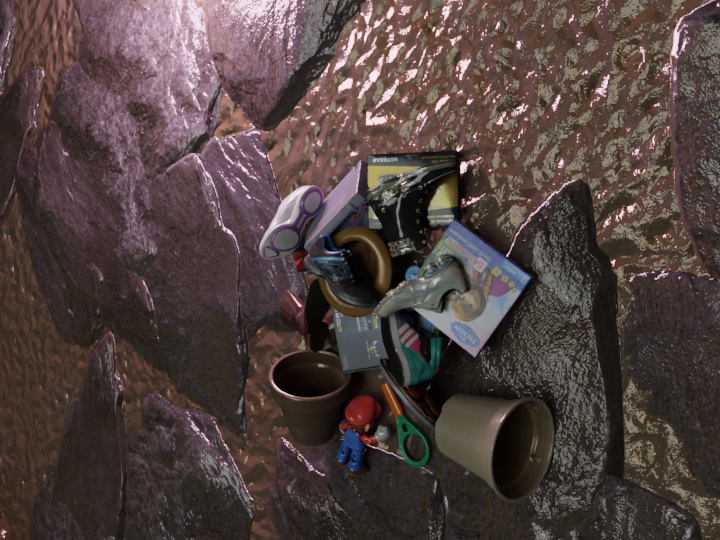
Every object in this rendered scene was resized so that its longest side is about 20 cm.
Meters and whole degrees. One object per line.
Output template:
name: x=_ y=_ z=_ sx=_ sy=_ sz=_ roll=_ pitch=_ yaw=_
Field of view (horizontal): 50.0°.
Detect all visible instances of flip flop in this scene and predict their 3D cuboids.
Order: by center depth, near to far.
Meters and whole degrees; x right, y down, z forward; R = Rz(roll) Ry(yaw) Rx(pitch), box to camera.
flip flop: x=-0.071 y=0.142 z=1.854 sx=0.199 sy=0.057 sz=0.082 roll=-33 pitch=73 yaw=35

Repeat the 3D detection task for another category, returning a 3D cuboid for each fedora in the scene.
fedora: x=0.000 y=0.000 z=1.694 sx=0.197 sy=0.081 sz=0.205 roll=5 pitch=100 yaw=30

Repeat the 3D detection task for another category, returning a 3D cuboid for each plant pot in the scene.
plant pot: x=0.254 y=0.332 z=1.535 sx=0.182 sy=0.198 sz=0.205 roll=9 pitch=99 yaw=49
plant pot: x=-0.118 y=0.315 z=1.837 sx=0.198 sy=0.199 sz=0.178 roll=24 pitch=126 yaw=35

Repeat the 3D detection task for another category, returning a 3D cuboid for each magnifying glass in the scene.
magnifying glass: x=0.100 y=0.349 z=1.755 sx=0.079 sy=0.022 sz=0.202 roll=-38 pitch=71 yaw=35

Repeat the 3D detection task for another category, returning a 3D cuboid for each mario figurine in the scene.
mario figurine: x=0.008 y=0.377 z=1.812 sx=0.121 sy=0.106 sz=0.203 roll=14 pitch=117 yaw=1

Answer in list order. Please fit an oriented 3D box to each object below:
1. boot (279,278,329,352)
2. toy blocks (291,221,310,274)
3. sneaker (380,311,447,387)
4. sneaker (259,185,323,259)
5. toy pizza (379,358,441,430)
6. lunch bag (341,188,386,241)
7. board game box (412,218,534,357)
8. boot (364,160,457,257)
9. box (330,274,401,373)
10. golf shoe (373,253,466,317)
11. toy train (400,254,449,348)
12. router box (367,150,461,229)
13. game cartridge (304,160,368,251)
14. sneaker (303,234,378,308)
boot: x=-0.143 y=0.077 z=1.865 sx=0.200 sy=0.063 sz=0.190 roll=-141 pitch=53 yaw=-57
toy blocks: x=-0.131 y=-0.071 z=1.840 sx=0.099 sy=0.136 sz=0.203 roll=-25 pitch=77 yaw=37
sneaker: x=0.116 y=0.143 z=1.596 sx=0.084 sy=0.118 sz=0.202 roll=106 pitch=155 yaw=-50
sneaker: x=-0.163 y=-0.109 z=1.762 sx=0.201 sy=0.075 sz=0.099 roll=-52 pitch=31 yaw=-9
toy pizza: x=0.115 y=0.257 z=1.635 sx=0.032 sy=0.200 sz=0.201 roll=-43 pitch=65 yaw=6
lunch bag: x=-0.007 y=-0.125 z=1.777 sx=0.199 sy=0.075 sz=0.163 roll=-30 pitch=72 yaw=35
board game box: x=0.214 y=0.035 z=1.569 sx=0.199 sy=0.041 sz=0.201 roll=37 pitch=102 yaw=15
boot: x=0.122 y=-0.128 z=1.580 sx=0.200 sy=0.073 sz=0.156 roll=-19 pitch=92 yaw=16
box: x=0.019 y=0.122 z=1.759 sx=0.155 sy=0.051 sz=0.204 roll=-11 pitch=86 yaw=19
golf shoe: x=0.121 y=0.055 z=1.543 sx=0.199 sy=0.078 sz=0.098 roll=-34 pitch=86 yaw=18
toy train: x=0.148 y=0.073 z=1.660 sx=0.113 sy=0.086 sz=0.204 roll=18 pitch=102 yaw=27
router box: x=0.114 y=-0.169 z=1.640 sx=0.196 sy=0.052 sz=0.161 roll=-1 pitch=93 yaw=15
game cartridge: x=-0.051 y=-0.137 z=1.701 sx=0.200 sy=0.038 sz=0.131 roll=-43 pitch=30 yaw=35
sneaker: x=-0.036 y=0.004 z=1.624 sx=0.199 sy=0.073 sz=0.083 roll=37 pitch=112 yaw=21
